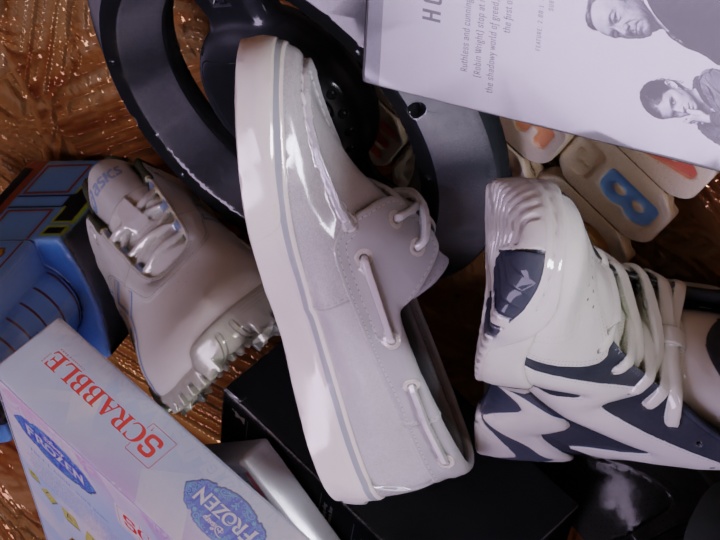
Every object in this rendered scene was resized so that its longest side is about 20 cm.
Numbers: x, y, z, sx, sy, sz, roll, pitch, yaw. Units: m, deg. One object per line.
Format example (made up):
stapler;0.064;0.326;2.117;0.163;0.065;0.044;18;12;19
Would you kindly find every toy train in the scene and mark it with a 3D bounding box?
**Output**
toy train;-0.176;0.025;1.281;0.114;0.200;0.087;-3;123;32

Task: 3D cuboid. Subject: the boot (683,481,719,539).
boot;0.220;0.145;1.035;0.162;0.073;0.198;13;158;37

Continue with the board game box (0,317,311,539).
board game box;-0.064;0.140;1.210;0.200;0.041;0.200;39;157;25

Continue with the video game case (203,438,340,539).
video game case;-0.014;0.158;1.226;0.200;0.018;0.143;54;157;-10

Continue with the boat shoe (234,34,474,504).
boat shoe;0.000;0.000;1.083;0.068;0.072;0.200;-10;111;10

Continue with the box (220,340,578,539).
box;0.010;0.118;1.239;0.141;0.079;0.200;41;156;16

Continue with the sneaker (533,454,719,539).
sneaker;0.141;0.137;1.171;0.200;0.082;0.073;42;147;8

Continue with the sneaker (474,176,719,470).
sneaker;0.109;0.024;1.067;0.129;0.080;0.199;3;152;3

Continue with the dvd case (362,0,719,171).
dvd case;0.097;-0.113;0.967;0.200;0.025;0.150;16;119;22

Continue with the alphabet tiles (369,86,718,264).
alphabet tiles;0.043;-0.082;1.081;0.196;0.015;0.200;44;149;3

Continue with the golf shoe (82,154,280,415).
golf shoe;-0.085;-0.001;1.194;0.097;0.078;0.200;49;176;-13

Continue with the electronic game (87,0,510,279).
electronic game;-0.027;-0.073;1.123;0.200;0.042;0.200;27;146;20
